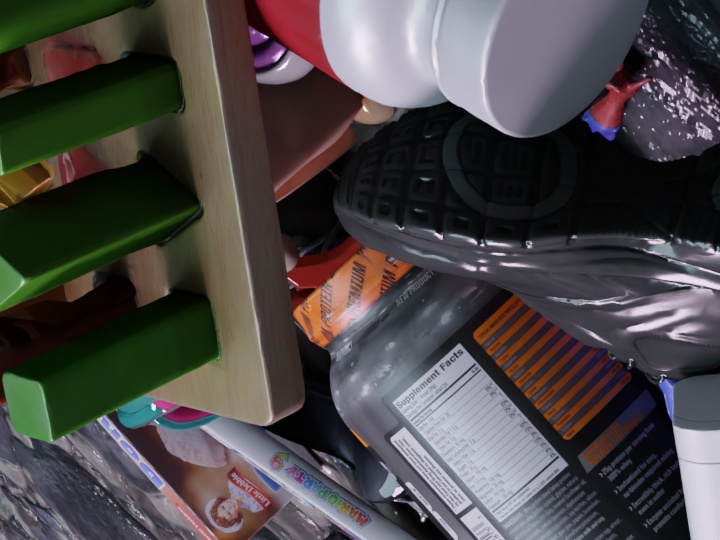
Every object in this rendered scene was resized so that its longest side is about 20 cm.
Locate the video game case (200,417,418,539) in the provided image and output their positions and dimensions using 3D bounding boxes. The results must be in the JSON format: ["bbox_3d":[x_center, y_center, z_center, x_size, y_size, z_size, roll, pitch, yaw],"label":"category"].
[{"bbox_3d":[-0.005,0.122,1.488,0.199,0.018,0.143,34,175,20],"label":"video game case"}]

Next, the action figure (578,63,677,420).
[{"bbox_3d":[0.108,-0.002,1.097,0.200,0.065,0.099,46,165,3],"label":"action figure"}]

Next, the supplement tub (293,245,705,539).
[{"bbox_3d":[0.073,0.059,1.185,0.200,0.122,0.123,49,158,0],"label":"supplement tub"}]

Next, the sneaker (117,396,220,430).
[{"bbox_3d":[-0.081,0.007,1.343,0.121,0.083,0.200,60,-162,-18],"label":"sneaker"}]

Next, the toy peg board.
[{"bbox_3d":[-0.133,-0.042,1.052,0.198,0.098,0.201,11,116,45],"label":"toy peg board"}]

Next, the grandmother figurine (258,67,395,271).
[{"bbox_3d":[-0.074,-0.023,1.218,0.121,0.200,0.061,26,150,44],"label":"grandmother figurine"}]

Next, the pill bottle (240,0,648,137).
[{"bbox_3d":[0.000,-0.126,1.025,0.200,0.112,0.113,33,154,33],"label":"pill bottle"}]

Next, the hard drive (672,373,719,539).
[{"bbox_3d":[0.188,0.106,1.076,0.131,0.027,0.201,-4,139,10],"label":"hard drive"}]

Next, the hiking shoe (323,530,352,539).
[{"bbox_3d":[-0.007,0.193,1.481,0.076,0.101,0.200,35,176,-7],"label":"hiking shoe"}]

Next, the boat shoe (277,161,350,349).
[{"bbox_3d":[-0.001,0.002,1.296,0.200,0.074,0.066,56,152,-12],"label":"boat shoe"}]

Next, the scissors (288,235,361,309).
[{"bbox_3d":[-0.039,0.001,1.245,0.014,0.199,0.074,-109,31,-63],"label":"scissors"}]

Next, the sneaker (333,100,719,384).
[{"bbox_3d":[0.086,-0.002,1.023,0.199,0.076,0.091,10,137,16],"label":"sneaker"}]

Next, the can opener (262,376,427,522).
[{"bbox_3d":[0.005,0.075,1.444,0.063,0.079,0.200,15,176,-26],"label":"can opener"}]

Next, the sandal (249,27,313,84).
[{"bbox_3d":[-0.090,-0.127,1.237,0.202,0.050,0.083,14,97,45],"label":"sandal"}]

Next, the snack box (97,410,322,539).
[{"bbox_3d":[-0.113,0.057,1.598,0.200,0.072,0.024,48,160,0],"label":"snack box"}]
